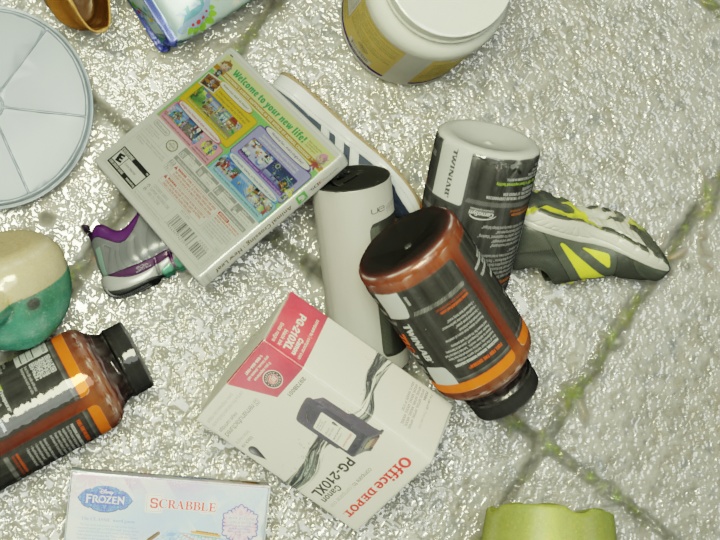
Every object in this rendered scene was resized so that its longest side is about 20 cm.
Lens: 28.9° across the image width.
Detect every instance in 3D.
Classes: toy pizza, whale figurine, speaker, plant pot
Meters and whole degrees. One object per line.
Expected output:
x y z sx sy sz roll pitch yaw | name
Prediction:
-0.362 -0.159 1.373 0.198 0.032 0.202 0 87 -7 | toy pizza
-0.365 0.039 1.310 0.199 0.159 0.104 -26 116 -23 | whale figurine
0.000 0.000 1.376 0.081 0.081 0.201 -11 112 -11 | speaker
0.186 0.330 1.389 0.199 0.200 0.186 7 74 -10 | plant pot

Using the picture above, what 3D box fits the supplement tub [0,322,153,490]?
-0.300 0.127 1.333 0.199 0.107 0.108 -28 92 -11 | supplement tub

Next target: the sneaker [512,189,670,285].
0.232 -0.022 1.472 0.199 0.075 0.085 19 118 -20 | sneaker

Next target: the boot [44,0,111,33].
-0.288 -0.323 1.313 0.070 0.144 0.202 -27 114 -20 | boot

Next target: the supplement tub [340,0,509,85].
0.065 -0.269 1.377 0.144 0.200 0.147 1 87 -11 | supplement tub

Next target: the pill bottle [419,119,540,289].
0.108 -0.040 1.397 0.105 0.106 0.201 7 114 -10 | pill bottle

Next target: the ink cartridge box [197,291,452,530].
-0.034 0.139 1.360 0.199 0.145 0.085 36 39 -7 | ink cartridge box

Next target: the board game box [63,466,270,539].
-0.196 0.302 1.377 0.198 0.041 0.201 7 86 -10 | board game box

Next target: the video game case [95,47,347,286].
-0.138 -0.105 1.357 0.182 0.022 0.200 -41 56 -6 | video game case

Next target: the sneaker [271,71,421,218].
-0.039 -0.095 1.414 0.200 0.070 0.109 42 79 -3 | sneaker

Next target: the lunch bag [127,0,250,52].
-0.175 -0.342 1.373 0.170 0.127 0.201 -35 103 -10 | lunch bag

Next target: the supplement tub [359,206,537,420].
0.090 0.047 1.312 0.107 0.107 0.201 -40 115 -10 | supplement tub

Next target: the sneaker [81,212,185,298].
-0.174 -0.048 1.386 0.199 0.074 0.088 -24 87 -11 | sneaker
